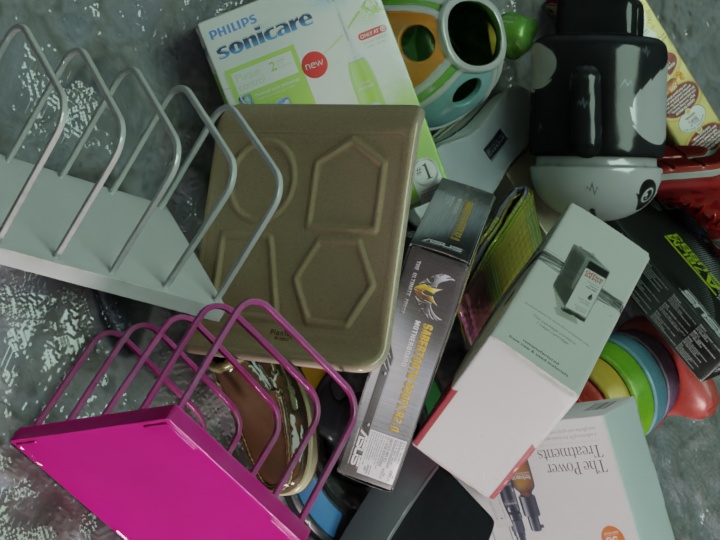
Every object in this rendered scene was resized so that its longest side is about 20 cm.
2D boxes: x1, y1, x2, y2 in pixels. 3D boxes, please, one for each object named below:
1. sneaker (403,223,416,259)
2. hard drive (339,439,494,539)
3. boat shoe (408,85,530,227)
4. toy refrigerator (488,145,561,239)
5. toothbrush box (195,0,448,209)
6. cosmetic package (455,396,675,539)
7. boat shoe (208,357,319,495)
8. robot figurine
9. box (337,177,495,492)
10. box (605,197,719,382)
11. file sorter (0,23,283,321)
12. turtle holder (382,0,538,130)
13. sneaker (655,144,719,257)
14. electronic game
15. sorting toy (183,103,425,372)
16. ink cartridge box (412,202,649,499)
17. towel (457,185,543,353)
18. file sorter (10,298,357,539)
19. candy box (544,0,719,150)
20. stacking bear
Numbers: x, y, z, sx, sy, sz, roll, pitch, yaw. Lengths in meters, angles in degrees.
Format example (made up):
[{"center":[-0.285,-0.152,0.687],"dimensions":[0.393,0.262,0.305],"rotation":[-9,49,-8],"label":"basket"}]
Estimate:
[{"center":[0.000,0.000,1.433],"dimensions":[0.095,0.079,0.200],"rotation":[48,32,17],"label":"sneaker"},{"center":[0.032,0.255,1.407],"dimensions":[0.135,0.042,0.200],"rotation":[49,64,-37],"label":"hard drive"},{"center":[0.085,-0.098,1.538],"dimensions":[0.071,0.070,0.200],"rotation":[55,50,-17],"label":"boat shoe"},{"center":[0.187,-0.104,1.636],"dimensions":[0.076,0.070,0.200],"rotation":[54,50,-11],"label":"toy refrigerator"},{"center":[-0.031,-0.131,1.384],"dimensions":[0.145,0.086,0.201],"rotation":[-21,98,-4],"label":"toothbrush box"},{"center":[0.168,0.195,1.467],"dimensions":[0.052,0.200,0.151],"rotation":[-23,96,-41],"label":"cosmetic package"},{"center":[-0.092,0.079,1.342],"dimensions":[0.075,0.075,0.203],"rotation":[2,69,-53],"label":"boat shoe"},{"center":[0.214,-0.144,1.524],"dimensions":[0.150,0.125,0.201],"rotation":[-1,94,-34],"label":"robot figurine"},{"center":[0.044,0.047,1.320],"dimensions":[0.158,0.048,0.201],"rotation":[-60,169,-67],"label":"box"},{"center":[0.311,0.007,1.649],"dimensions":[0.200,0.048,0.193],"rotation":[53,25,17],"label":"box"},{"center":[-0.174,-0.071,1.222],"dimensions":[0.199,0.125,0.139],"rotation":[18,26,-39],"label":"file sorter"},{"center":[0.069,-0.186,1.500],"dimensions":[0.185,0.131,0.142],"rotation":[22,67,-37],"label":"turtle holder"},{"center":[0.330,-0.059,1.644],"dimensions":[0.199,0.078,0.116],"rotation":[-5,110,-14],"label":"sneaker"},{"center":[0.005,0.142,1.438],"dimensions":[0.199,0.042,0.201],"rotation":[10,74,-41],"label":"electronic game"},{"center":[-0.041,-0.027,1.271],"dimensions":[0.036,0.184,0.201],"rotation":[24,74,-54],"label":"sorting toy"},{"center":[0.138,0.061,1.367],"dimensions":[0.083,0.147,0.200],"rotation":[34,41,2],"label":"ink cartridge box"},{"center":[0.130,0.035,1.532],"dimensions":[0.144,0.023,0.200],"rotation":[-56,146,-32],"label":"towel"},{"center":[-0.120,0.109,1.224],"dimensions":[0.139,0.200,0.126],"rotation":[47,55,-25],"label":"file sorter"},{"center":[0.275,-0.196,1.693],"dimensions":[0.055,0.115,0.200],"rotation":[-38,111,-8],"label":"candy box"},{"center":[0.217,0.126,1.591],"dimensions":[0.200,0.121,0.114],"rotation":[-24,91,-38],"label":"stacking bear"}]
